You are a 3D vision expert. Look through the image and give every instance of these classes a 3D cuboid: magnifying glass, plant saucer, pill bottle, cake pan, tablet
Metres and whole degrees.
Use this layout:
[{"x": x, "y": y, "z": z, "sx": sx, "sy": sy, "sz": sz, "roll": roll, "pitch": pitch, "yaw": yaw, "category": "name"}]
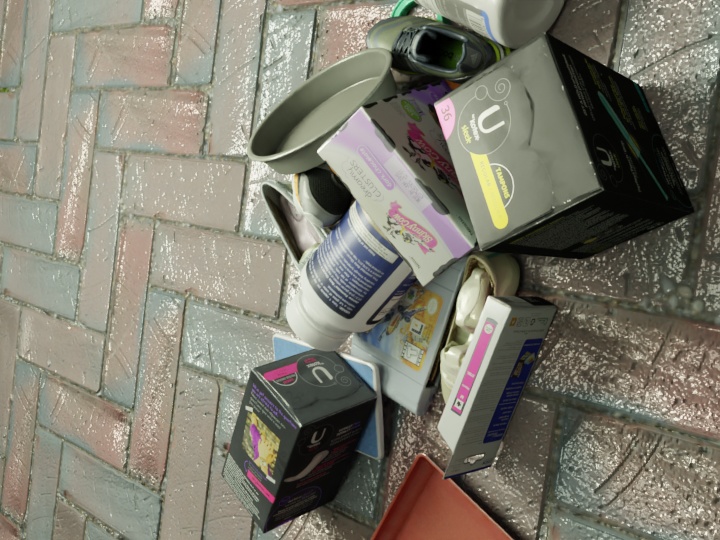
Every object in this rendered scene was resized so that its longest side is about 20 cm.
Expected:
[{"x": 0.095, "y": -0.257, "z": 0.956, "sx": 0.080, "sy": 0.022, "sz": 0.200, "roll": -46, "pitch": 61, "yaw": 29, "category": "magnifying glass"}, {"x": 0.102, "y": 0.344, "z": 0.912, "sx": 0.200, "sy": 0.037, "sz": 0.200, "roll": 40, "pitch": 113, "yaw": 36, "category": "plant saucer"}, {"x": 0.118, "y": -0.331, "z": 0.878, "sx": 0.200, "sy": 0.114, "sz": 0.114, "roll": 40, "pitch": 113, "yaw": 35, "category": "pill bottle"}, {"x": -0.041, "y": -0.181, "z": 0.923, "sx": 0.200, "sy": 0.037, "sz": 0.200, "roll": -28, "pitch": 30, "yaw": 18, "category": "cake pan"}, {"x": 0.000, "y": 0.000, "z": 0.923, "sx": 0.200, "sy": 0.111, "sz": 0.111, "roll": -50, "pitch": 58, "yaw": 28, "category": "pill bottle"}, {"x": -0.045, "y": 0.159, "z": 1.041, "sx": 0.200, "sy": 0.014, "sz": 0.130, "roll": 11, "pitch": 111, "yaw": 44, "category": "tablet"}]

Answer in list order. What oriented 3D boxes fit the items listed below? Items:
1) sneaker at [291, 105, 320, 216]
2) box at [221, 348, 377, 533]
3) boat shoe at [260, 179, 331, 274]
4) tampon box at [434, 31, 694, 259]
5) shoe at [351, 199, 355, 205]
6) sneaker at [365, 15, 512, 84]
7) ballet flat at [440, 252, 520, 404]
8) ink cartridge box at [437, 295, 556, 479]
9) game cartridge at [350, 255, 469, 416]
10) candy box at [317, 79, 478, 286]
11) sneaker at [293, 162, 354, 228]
[{"x": -0.051, "y": -0.129, "z": 1.022, "sx": 0.099, "sy": 0.078, "sz": 0.200, "roll": -51, "pitch": 20, "yaw": 45, "category": "sneaker"}, {"x": -0.081, "y": 0.207, "z": 0.993, "sx": 0.106, "sy": 0.122, "sz": 0.200, "roll": 44, "pitch": 130, "yaw": 31, "category": "box"}, {"x": -0.072, "y": -0.038, "z": 1.064, "sx": 0.074, "sy": 0.065, "sz": 0.202, "roll": -41, "pitch": 63, "yaw": 33, "category": "boat shoe"}, {"x": 0.190, "y": -0.103, "z": 0.746, "sx": 0.126, "sy": 0.200, "sz": 0.150, "roll": -28, "pitch": 69, "yaw": 37, "category": "tampon box"}, {"x": 0.040, "y": -0.121, "z": 0.985, "sx": 0.200, "sy": 0.053, "sz": 0.070, "roll": -41, "pitch": 22, "yaw": 29, "category": "shoe"}, {"x": 0.076, "y": -0.256, "z": 0.908, "sx": 0.200, "sy": 0.081, "sz": 0.074, "roll": 24, "pitch": 102, "yaw": 40, "category": "sneaker"}, {"x": 0.120, "y": 0.073, "z": 0.888, "sx": 0.069, "sy": 0.069, "sz": 0.200, "roll": 20, "pitch": 101, "yaw": 40, "category": "ballet flat"}, {"x": 0.139, "y": 0.123, "z": 0.850, "sx": 0.037, "sy": 0.095, "sz": 0.200, "roll": 28, "pitch": 106, "yaw": 39, "category": "ink cartridge box"}, {"x": 0.056, "y": 0.057, "z": 0.968, "sx": 0.133, "sy": 0.042, "sz": 0.200, "roll": 25, "pitch": 105, "yaw": 35, "category": "game cartridge"}, {"x": 0.075, "y": -0.097, "z": 0.816, "sx": 0.072, "sy": 0.200, "sz": 0.168, "roll": -40, "pitch": 87, "yaw": 34, "category": "candy box"}, {"x": -0.010, "y": -0.133, "z": 0.925, "sx": 0.077, "sy": 0.078, "sz": 0.200, "roll": -19, "pitch": 37, "yaw": 50, "category": "sneaker"}]
